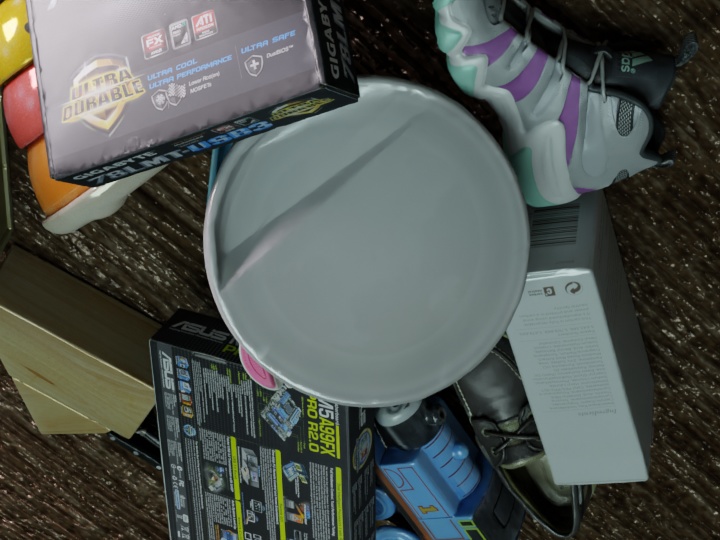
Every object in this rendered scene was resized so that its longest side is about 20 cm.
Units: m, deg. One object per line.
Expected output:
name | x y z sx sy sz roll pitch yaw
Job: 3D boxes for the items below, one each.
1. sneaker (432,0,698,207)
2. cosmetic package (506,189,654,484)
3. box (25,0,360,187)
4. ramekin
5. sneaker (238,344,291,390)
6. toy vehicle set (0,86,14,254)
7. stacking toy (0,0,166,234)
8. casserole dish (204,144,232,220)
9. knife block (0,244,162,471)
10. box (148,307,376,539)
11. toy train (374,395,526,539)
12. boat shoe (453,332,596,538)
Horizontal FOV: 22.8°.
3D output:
sneaker | 0.136 -0.131 1.095 0.140 0.078 0.200 -13 136 24
cosmetic package | 0.149 0.045 1.226 0.074 0.102 0.200 -6 128 17
box | -0.109 -0.170 1.059 0.200 0.199 0.050 -15 169 27
ramekin | 0.000 -0.022 1.114 0.202 0.094 0.203 -1 97 -7
sneaker | 0.000 0.000 1.209 0.200 0.087 0.074 -41 99 1
toy vehicle set | -0.280 -0.064 1.240 0.026 0.124 0.200 12 133 6
stacking toy | -0.200 -0.137 1.167 0.146 0.146 0.200 -30 102 36
casserole dish | -0.044 -0.064 1.212 0.121 0.039 0.200 2 135 -9
knife block | -0.178 0.070 1.373 0.175 0.064 0.200 -4 129 19
box | -0.069 0.136 1.307 0.160 0.044 0.200 13 127 21
toy train | 0.042 0.151 1.359 0.114 0.087 0.200 -10 129 33
boat shoe | 0.123 0.120 1.324 0.073 0.065 0.200 -23 124 23
